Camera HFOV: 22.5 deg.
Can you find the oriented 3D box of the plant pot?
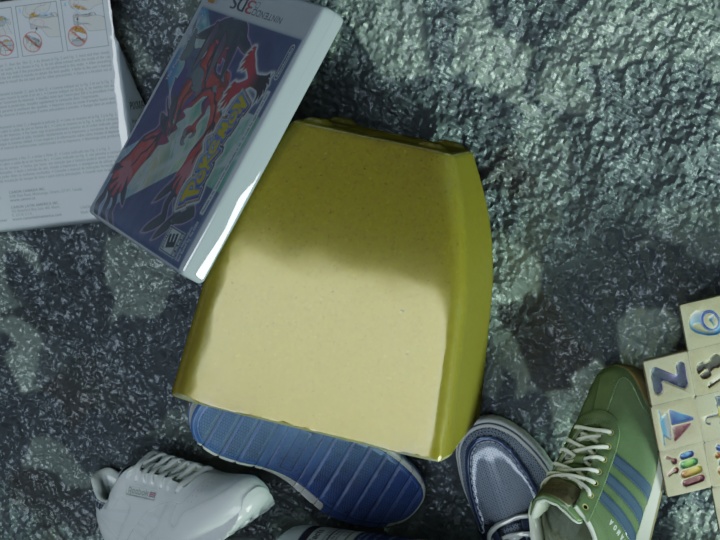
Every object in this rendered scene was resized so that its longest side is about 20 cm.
[{"bbox_3d":[0.000,0.000,1.274,0.192,0.195,0.202,13,96,10],"label":"plant pot"}]

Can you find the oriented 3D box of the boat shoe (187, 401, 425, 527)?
[{"bbox_3d":[-0.038,0.124,1.358,0.199,0.073,0.073,30,106,-22],"label":"boat shoe"}]

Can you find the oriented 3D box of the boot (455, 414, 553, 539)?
[{"bbox_3d":[0.125,0.207,1.332,0.072,0.090,0.201,-27,95,17],"label":"boot"}]

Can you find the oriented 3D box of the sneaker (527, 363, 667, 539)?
[{"bbox_3d":[0.161,0.159,1.275,0.067,0.089,0.203,-4,73,45],"label":"sneaker"}]

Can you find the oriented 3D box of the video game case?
[{"bbox_3d":[-0.106,-0.105,1.261,0.023,0.182,0.201,28,90,-32],"label":"video game case"}]

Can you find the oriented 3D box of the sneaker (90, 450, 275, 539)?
[{"bbox_3d":[-0.142,0.174,1.361,0.199,0.076,0.081,-22,89,47],"label":"sneaker"}]

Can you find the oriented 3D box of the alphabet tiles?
[{"bbox_3d":[0.302,0.090,1.280,0.198,0.006,0.168,-13,99,-3],"label":"alphabet tiles"}]

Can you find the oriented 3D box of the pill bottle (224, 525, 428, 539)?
[{"bbox_3d":[-0.009,0.244,1.304,0.198,0.111,0.112,4,103,21],"label":"pill bottle"}]

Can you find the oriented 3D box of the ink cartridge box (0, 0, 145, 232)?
[{"bbox_3d":[-0.246,-0.133,1.374,0.161,0.057,0.203,-5,92,14],"label":"ink cartridge box"}]
